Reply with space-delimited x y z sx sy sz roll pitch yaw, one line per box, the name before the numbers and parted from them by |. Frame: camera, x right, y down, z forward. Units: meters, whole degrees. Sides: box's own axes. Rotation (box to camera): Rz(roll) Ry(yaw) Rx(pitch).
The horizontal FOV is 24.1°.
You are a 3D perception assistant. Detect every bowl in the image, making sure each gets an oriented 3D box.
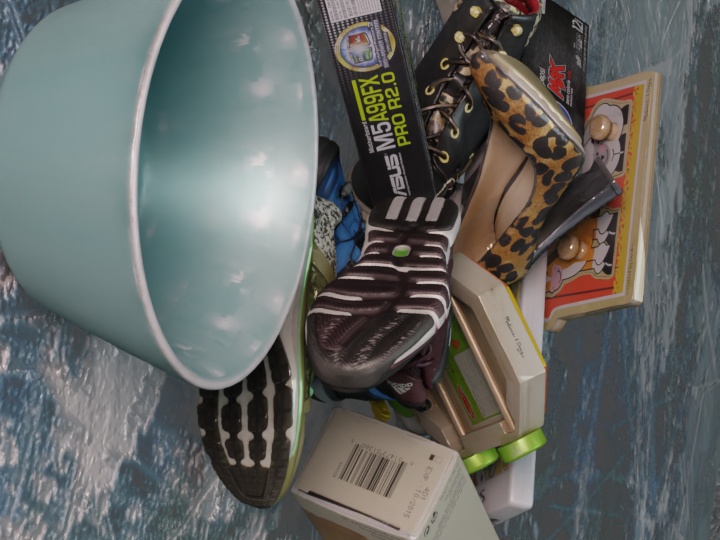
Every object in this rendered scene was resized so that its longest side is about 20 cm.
bowl | -0.103 -0.049 0.791 0.201 0.104 0.203 4 90 -69

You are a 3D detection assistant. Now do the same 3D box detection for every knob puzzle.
knob puzzle | 0.149 -0.052 1.301 0.030 0.219 0.222 14 79 -29

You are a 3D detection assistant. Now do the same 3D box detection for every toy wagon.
toy wagon | 0.056 0.063 1.166 0.039 0.200 0.156 -24 86 -27

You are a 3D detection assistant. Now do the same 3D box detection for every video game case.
video game case | 0.094 0.102 1.308 0.182 0.023 0.202 135 -36 -63

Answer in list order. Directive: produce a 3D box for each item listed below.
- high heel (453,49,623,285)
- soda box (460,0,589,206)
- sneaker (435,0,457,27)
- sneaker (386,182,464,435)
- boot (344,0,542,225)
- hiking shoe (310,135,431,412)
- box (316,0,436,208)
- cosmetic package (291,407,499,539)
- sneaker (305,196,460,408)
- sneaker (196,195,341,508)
high heel | 0.083 -0.059 1.134 0.200 0.142 0.072 42 16 -49
soda box | 0.128 -0.121 1.288 0.063 0.071 0.201 30 43 -19
sneaker | 0.104 -0.234 1.340 0.200 0.084 0.076 37 60 -67
sneaker | 0.061 0.028 1.281 0.074 0.086 0.202 -21 115 -70
boot | 0.059 -0.118 1.177 0.154 0.073 0.204 -62 179 28
hiking shoe | 0.000 0.000 1.106 0.075 0.086 0.201 -61 149 -48
box | 0.002 -0.164 1.056 0.201 0.044 0.161 74 6 -46
cosmetic package | 0.033 0.186 1.206 0.071 0.105 0.200 -60 150 -22
sneaker | 0.023 0.046 0.997 0.200 0.075 0.116 -58 150 -57
sneaker | -0.038 0.040 0.999 0.088 0.076 0.202 7 89 -50
